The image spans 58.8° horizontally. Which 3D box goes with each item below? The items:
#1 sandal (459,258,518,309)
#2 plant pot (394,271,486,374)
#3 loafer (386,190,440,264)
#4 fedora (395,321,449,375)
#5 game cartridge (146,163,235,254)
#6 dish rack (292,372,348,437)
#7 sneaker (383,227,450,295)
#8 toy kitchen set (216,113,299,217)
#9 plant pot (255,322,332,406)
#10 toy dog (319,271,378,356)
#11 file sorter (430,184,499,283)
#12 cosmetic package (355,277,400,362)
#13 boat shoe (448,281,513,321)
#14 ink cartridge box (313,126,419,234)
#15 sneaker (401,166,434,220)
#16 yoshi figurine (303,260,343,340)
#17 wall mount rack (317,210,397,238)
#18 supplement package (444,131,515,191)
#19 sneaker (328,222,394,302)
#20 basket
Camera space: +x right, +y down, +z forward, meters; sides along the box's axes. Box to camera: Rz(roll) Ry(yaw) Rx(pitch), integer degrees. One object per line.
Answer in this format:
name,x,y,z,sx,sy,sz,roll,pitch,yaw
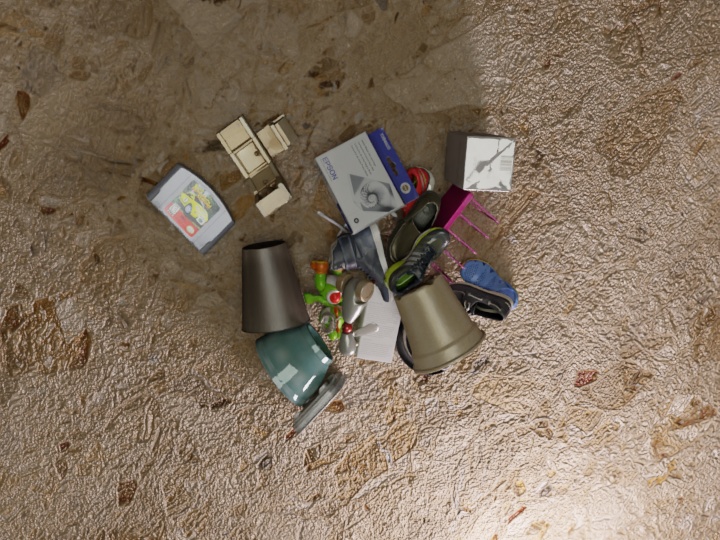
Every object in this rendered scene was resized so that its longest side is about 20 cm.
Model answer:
sandal,0.347,0.040,1.678,0.197,0.087,0.080,31,101,-11
plant pot,0.175,0.116,1.539,0.197,0.200,0.187,-28,95,1
loafer,0.127,-0.099,1.540,0.074,0.070,0.203,27,104,-8
fedora,0.189,0.200,1.695,0.195,0.092,0.206,-2,105,-6
game cartridge,-0.408,-0.155,1.565,0.133,0.041,0.200,-43,105,1
dish rack,-0.108,0.335,1.650,0.043,0.200,0.172,43,96,3
sneaker,0.139,-0.014,1.495,0.073,0.081,0.201,37,103,-21
toy kitchen set,-0.215,-0.270,1.482,0.161,0.181,0.202,-33,110,2
plant pot,-0.152,0.216,1.604,0.133,0.201,0.202,-35,106,3
toy dog,-0.007,0.093,1.522,0.095,0.132,0.203,-11,136,-42
file sorter,0.235,-0.090,1.606,0.124,0.139,0.201,36,98,-17
cosmetic package,0.049,0.128,1.672,0.099,0.071,0.205,9,103,-9
boat shoe,0.292,0.083,1.651,0.195,0.063,0.074,12,138,22
ink cartridge box,0.019,-0.220,1.518,0.197,0.041,0.203,-29,87,-12
sneaker,0.121,-0.159,1.595,0.084,0.076,0.206,7,95,-42
yoshi figurine,-0.082,0.073,1.637,0.109,0.112,0.206,-4,94,19
wall mount rack,-0.008,-0.145,1.594,0.172,0.075,0.202,37,97,-13
supplement package,0.281,-0.265,1.532,0.116,0.200,0.125,1,105,-6
sneaker,0.000,-0.001,1.562,0.143,0.077,0.207,-19,107,-5
basket,-0.224,0.036,1.588,0.175,0.136,0.206,-6,102,2
